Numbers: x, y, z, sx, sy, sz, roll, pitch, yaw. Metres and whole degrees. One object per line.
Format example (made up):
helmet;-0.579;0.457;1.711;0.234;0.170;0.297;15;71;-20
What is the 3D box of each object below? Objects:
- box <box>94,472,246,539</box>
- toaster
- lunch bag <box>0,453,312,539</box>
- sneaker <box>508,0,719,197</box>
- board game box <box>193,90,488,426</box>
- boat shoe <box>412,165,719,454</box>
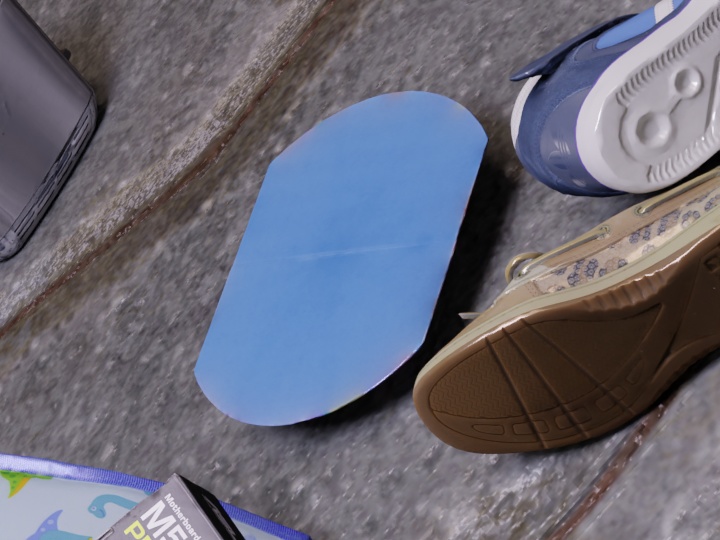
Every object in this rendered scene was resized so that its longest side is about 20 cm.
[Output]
box;-0.073;0.207;0.800;0.160;0.044;0.200;-40;65;1
toaster;-0.275;-0.093;1.412;0.113;0.129;0.201;-4;51;50
lunch bag;-0.131;0.186;0.936;0.199;0.128;0.171;3;52;17
sneaker;0.157;-0.104;0.935;0.200;0.081;0.146;-34;13;-9
board game box;0.000;0.000;1.059;0.157;0.039;0.201;-7;55;41
boat shoe;0.113;0.014;0.876;0.199;0.073;0.063;-27;30;14
